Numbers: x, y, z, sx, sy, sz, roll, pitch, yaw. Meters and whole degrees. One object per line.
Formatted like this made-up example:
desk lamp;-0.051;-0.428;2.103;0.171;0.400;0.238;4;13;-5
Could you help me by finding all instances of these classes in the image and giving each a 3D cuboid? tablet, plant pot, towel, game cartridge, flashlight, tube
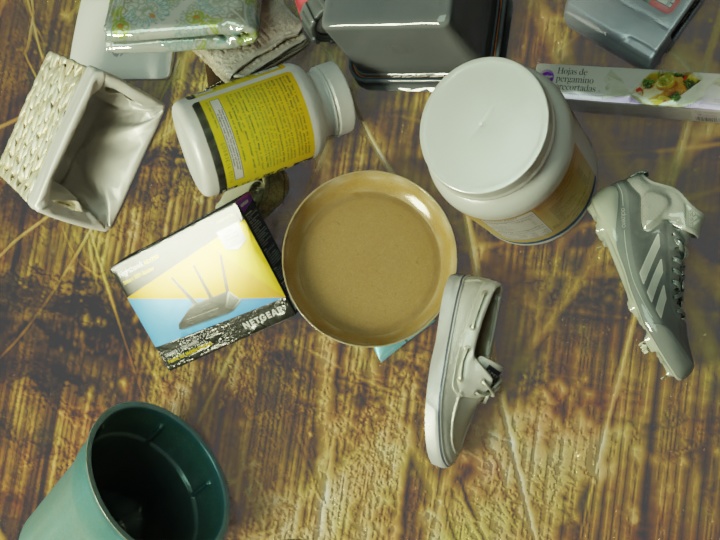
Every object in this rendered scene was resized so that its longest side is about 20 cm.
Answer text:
tablet;-0.343;-0.342;1.207;0.195;0.014;0.134;6;85;28
plant pot;-0.291;0.296;0.983;0.195;0.199;0.203;-40;67;23
towel;-0.167;-0.319;1.067;0.132;0.035;0.200;-36;62;-20
plant pot;0.010;-0.013;0.930;0.194;0.028;0.206;0;74;0
game cartridge;0.308;-0.324;0.867;0.133;0.041;0.202;39;99;30
towel;-0.219;-0.345;1.043;0.194;0.049;0.175;-3;59;3
flashlight;-0.074;-0.380;1.054;0.203;0.067;0.068;63;147;25
tube;0.000;0.000;0.961;0.077;0.050;0.202;-38;71;11

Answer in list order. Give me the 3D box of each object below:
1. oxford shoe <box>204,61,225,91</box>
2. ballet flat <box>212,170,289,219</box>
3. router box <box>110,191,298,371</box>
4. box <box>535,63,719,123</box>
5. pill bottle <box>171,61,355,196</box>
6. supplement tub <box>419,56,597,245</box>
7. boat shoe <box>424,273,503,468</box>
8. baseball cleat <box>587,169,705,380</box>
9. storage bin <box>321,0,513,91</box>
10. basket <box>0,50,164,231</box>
oxford shoe;-0.167;-0.223;1.060;0.072;0.084;0.204;-26;69;21
ballet flat;-0.170;-0.057;1.043;0.200;0.070;0.071;-47;65;13
router box;-0.185;0.017;1.008;0.197;0.051;0.152;-24;102;22
box;0.276;-0.183;0.855;0.196;0.041;0.040;11;85;28
pill bottle;-0.110;-0.171;0.967;0.196;0.113;0.114;-22;69;-15
supplement tub;0.148;-0.113;0.817;0.141;0.199;0.149;-5;79;25
boat shoe;0.115;0.107;0.874;0.068;0.071;0.205;5;79;26
baseball cleat;0.294;-0.003;0.800;0.105;0.069;0.204;-27;71;20
storage bin;0.058;-0.295;0.931;0.195;0.134;0.150;7;85;26
basket;-0.384;-0.178;1.134;0.122;0.135;0.203;30;95;31
